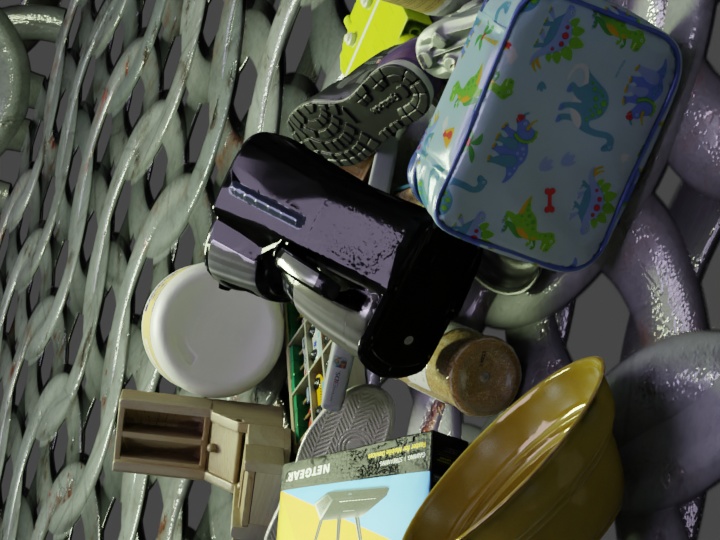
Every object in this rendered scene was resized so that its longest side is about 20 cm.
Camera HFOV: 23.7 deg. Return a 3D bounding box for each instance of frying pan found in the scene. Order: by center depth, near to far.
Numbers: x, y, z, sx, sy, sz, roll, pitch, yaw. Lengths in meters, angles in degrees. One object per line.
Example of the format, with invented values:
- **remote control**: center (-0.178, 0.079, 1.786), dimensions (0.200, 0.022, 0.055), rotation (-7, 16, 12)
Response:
- **frying pan**: center (0.097, -0.022, 1.432), dimensions (0.116, 0.031, 0.190), rotation (61, 146, 8)

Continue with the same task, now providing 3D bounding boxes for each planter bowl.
- **planter bowl**: center (0.125, 0.160, 1.206), dimensions (0.200, 0.083, 0.200), rotation (-44, 6, 6)

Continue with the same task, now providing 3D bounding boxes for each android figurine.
- **android figurine**: center (0.022, -0.234, 1.769), dimensions (0.183, 0.041, 0.201), rotation (-64, 27, 29)

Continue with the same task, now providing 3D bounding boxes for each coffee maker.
- **coffee maker**: center (-0.006, -0.035, 1.402), dimensions (0.199, 0.135, 0.192), rotation (29, 72, 33)

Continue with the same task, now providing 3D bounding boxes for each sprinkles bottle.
- **sprinkles bottle**: center (0.066, 0.073, 1.461), dimensions (0.200, 0.068, 0.069), rotation (19, 95, 67)

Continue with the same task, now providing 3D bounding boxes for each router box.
- **router box**: center (0.006, 0.229, 1.476), dimensions (0.199, 0.051, 0.151), rotation (-20, 59, 45)

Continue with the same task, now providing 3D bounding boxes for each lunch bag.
- **lunch bag**: center (0.138, -0.107, 1.267), dimensions (0.201, 0.160, 0.083), rotation (-68, 22, 15)

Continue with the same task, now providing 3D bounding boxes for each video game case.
- **video game case**: center (0.000, 0.000, 1.589), dimensions (0.201, 0.023, 0.183), rotation (-78, 1, -56)

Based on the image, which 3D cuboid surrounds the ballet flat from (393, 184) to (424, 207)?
- **ballet flat**: center (0.083, -0.060, 1.503), dimensions (0.200, 0.070, 0.071), rotation (154, 125, -65)

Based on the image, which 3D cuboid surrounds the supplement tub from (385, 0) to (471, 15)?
- **supplement tub**: center (0.039, -0.314, 1.539), dimensions (0.145, 0.198, 0.147), rotation (-43, 41, 53)

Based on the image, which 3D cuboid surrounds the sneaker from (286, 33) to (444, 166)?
- **sneaker**: center (0.016, -0.162, 1.597), dimensions (0.199, 0.076, 0.088), rotation (-19, 26, 48)

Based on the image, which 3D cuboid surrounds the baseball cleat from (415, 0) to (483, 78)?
- **baseball cleat**: center (0.136, -0.216, 1.447), dimensions (0.199, 0.070, 0.106), rotation (-3, 30, 43)

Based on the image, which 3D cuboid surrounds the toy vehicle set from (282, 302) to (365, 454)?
- **toy vehicle set**: center (-0.039, 0.074, 1.761), dimensions (0.125, 0.026, 0.201), rotation (125, 149, -43)

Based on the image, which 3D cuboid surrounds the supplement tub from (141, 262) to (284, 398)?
- **supplement tub**: center (-0.167, 0.064, 1.894), dimensions (0.200, 0.144, 0.147), rotation (174, 107, -78)

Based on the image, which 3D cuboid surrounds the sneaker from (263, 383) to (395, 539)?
- **sneaker**: center (-0.028, 0.192, 1.627), dimensions (0.201, 0.075, 0.084), rotation (-59, -7, 9)

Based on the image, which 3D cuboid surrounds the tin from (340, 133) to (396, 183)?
- **tin**: center (-0.024, -0.057, 1.689), dimensions (0.201, 0.042, 0.112), rotation (-63, -2, -3)

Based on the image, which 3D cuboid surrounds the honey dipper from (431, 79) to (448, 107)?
- **honey dipper**: center (0.119, -0.165, 1.510), dimensions (0.200, 0.038, 0.038), rotation (6, 84, 64)

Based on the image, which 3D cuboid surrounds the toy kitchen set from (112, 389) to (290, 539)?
- **toy kitchen set**: center (-0.169, 0.235, 1.741), dimensions (0.200, 0.179, 0.165), rotation (-105, 23, -78)
